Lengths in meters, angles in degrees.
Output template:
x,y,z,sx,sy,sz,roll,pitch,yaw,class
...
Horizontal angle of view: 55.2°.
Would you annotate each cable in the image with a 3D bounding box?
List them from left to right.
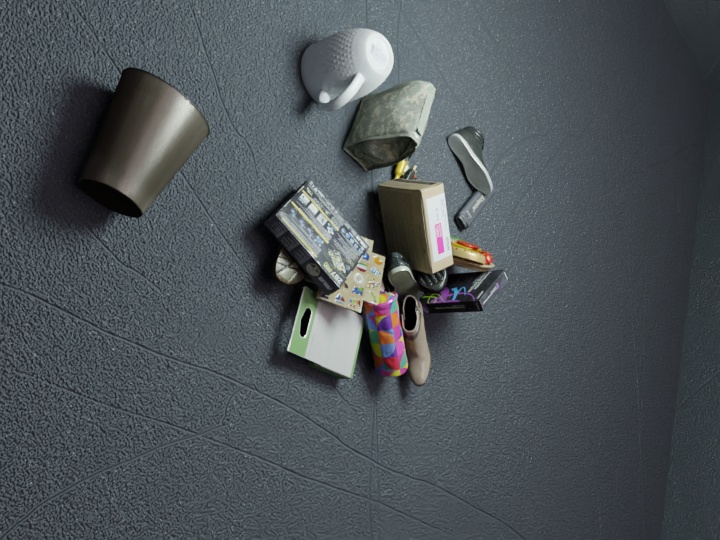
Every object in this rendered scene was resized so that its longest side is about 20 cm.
x,y,z,sx,sy,sz,roll,pitch,yaw,class
0.091,-0.190,1.710,0.200,0.050,0.097,-57,133,-18,cable

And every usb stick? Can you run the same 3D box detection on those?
x,y,z,sx,sy,sz,roll,pitch,yaw,class
0.326,-0.188,1.945,0.200,0.033,0.056,-48,117,-37,usb stick

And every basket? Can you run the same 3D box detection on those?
x,y,z,sx,sy,sz,roll,pitch,yaw,class
-0.372,-0.203,1.157,0.180,0.136,0.201,44,60,-41,basket

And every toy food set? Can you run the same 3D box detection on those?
x,y,z,sx,sy,sz,roll,pitch,yaw,class
0.244,-0.048,1.741,0.200,0.197,0.049,0,109,-54,toy food set

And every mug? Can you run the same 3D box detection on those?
x,y,z,sx,sy,sz,roll,pitch,yaw,class
-0.029,-0.429,1.499,0.148,0.175,0.201,41,58,-35,mug

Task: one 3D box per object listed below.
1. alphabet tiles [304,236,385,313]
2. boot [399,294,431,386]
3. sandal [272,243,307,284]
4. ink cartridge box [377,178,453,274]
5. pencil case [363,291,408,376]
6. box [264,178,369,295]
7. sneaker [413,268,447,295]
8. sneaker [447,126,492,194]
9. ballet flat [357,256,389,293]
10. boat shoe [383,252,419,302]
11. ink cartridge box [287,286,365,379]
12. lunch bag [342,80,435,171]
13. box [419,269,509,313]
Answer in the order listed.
x,y,z,sx,sy,sz,roll,pitch,yaw,class
-0.031,-0.005,1.493,0.166,0.006,0.201,19,52,-11,alphabet tiles
0.124,0.160,1.632,0.146,0.070,0.201,68,14,-67,boot
-0.142,-0.050,1.437,0.082,0.054,0.201,34,47,-31,sandal
0.128,-0.107,1.610,0.075,0.164,0.201,-22,113,-32,ink cartridge box
0.058,0.145,1.570,0.088,0.088,0.201,-31,121,-43,pencil case
-0.085,-0.072,1.429,0.200,0.049,0.161,49,39,-13,box
0.172,0.026,1.667,0.070,0.200,0.090,-26,113,-3,sneaker
0.329,-0.316,1.925,0.099,0.071,0.200,-45,109,-35,sneaker
0.000,0.000,1.562,0.200,0.068,0.068,42,59,-35,ballet flat
0.091,0.016,1.625,0.199,0.074,0.066,56,15,-64,boat shoe
-0.081,0.136,1.480,0.200,0.048,0.146,30,65,-40,ink cartridge box
0.082,-0.335,1.588,0.117,0.199,0.165,38,59,-36,lunch bag
0.255,0.053,1.726,0.143,0.199,0.036,-43,117,-40,box
